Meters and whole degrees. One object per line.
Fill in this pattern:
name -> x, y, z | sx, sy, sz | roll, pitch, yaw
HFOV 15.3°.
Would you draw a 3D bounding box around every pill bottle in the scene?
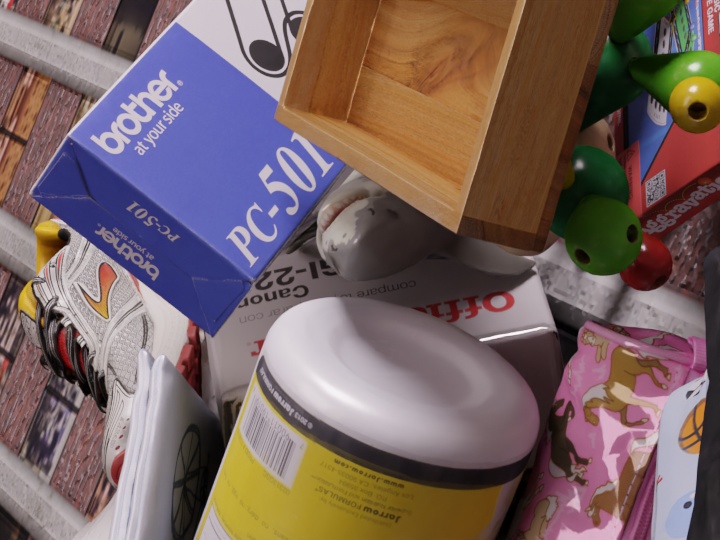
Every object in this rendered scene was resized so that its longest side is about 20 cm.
pill bottle -> -0.012, 0.120, 1.055 | 0.112, 0.112, 0.200 | -120, 45, -56

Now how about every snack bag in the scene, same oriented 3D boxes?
snack bag -> -0.085, 0.149, 1.112 | 0.189, 0.021, 0.200 | 68, -150, -74

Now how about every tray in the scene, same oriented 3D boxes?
tray -> 0.027, -0.079, 0.953 | 0.200, 0.037, 0.099 | -143, 68, -67

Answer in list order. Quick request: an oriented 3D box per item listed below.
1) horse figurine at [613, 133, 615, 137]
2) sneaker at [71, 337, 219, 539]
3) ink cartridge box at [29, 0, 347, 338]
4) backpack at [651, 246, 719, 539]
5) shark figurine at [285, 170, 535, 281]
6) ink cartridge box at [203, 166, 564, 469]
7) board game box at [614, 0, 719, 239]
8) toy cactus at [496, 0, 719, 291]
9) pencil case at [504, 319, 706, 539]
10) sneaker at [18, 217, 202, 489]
horse figurine -> 0.103, -0.096, 1.178 | 0.133, 0.050, 0.200 | -58, 27, 32
sneaker -> -0.075, 0.103, 1.265 | 0.200, 0.076, 0.080 | -58, 9, -11
ink cartridge box -> -0.045, -0.068, 1.112 | 0.044, 0.094, 0.200 | -50, 2, 44
backpack -> 0.182, 0.073, 0.774 | 0.154, 0.190, 0.200 | -53, 17, 42
shark figurine -> 0.051, -0.047, 1.103 | 0.215, 0.089, 0.128 | -51, 2, -29
ink cartridge box -> 0.000, 0.000, 1.177 | 0.085, 0.145, 0.200 | 80, 177, -46
board game box -> 0.134, -0.118, 1.030 | 0.103, 0.019, 0.200 | -36, 43, 45
toy cactus -> 0.091, -0.065, 0.982 | 0.165, 0.102, 0.200 | 115, 155, -53
pencil case -> 0.090, 0.116, 1.024 | 0.086, 0.083, 0.200 | 19, 88, 38
sneaker -> -0.115, 0.038, 1.232 | 0.200, 0.082, 0.078 | -105, 14, -59
